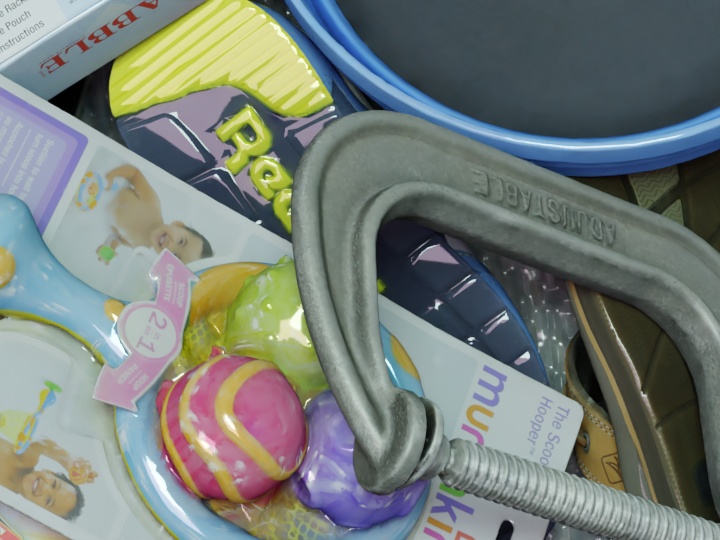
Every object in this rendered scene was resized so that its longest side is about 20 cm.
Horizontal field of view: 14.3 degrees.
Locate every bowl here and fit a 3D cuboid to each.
[{"bbox_3d":[0.066,-0.121,0.854,0.200,0.039,0.201,-2,70,4],"label":"bowl"}]

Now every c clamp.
[{"bbox_3d":[0.063,0.043,0.773,0.200,0.027,0.171,25,51,-26],"label":"c clamp"}]

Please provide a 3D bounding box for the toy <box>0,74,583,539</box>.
[{"bbox_3d":[-0.033,0.028,0.762,0.200,0.047,0.115,28,57,-8],"label":"toy"}]

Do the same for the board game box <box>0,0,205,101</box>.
[{"bbox_3d":[-0.065,-0.181,0.833,0.200,0.041,0.200,-31,74,2],"label":"board game box"}]

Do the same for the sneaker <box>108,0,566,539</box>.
[{"bbox_3d":[0.000,0.000,0.873,0.074,0.082,0.200,-29,98,6],"label":"sneaker"}]

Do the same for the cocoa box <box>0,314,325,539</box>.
[{"bbox_3d":[-0.112,0.058,0.834,0.200,0.131,0.133,37,54,10],"label":"cocoa box"}]

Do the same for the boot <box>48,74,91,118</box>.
[{"bbox_3d":[-0.138,-0.143,0.906,0.144,0.072,0.200,20,92,15],"label":"boot"}]

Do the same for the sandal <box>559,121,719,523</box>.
[{"bbox_3d":[0.096,0.048,0.860,0.055,0.082,0.200,-23,84,47],"label":"sandal"}]
